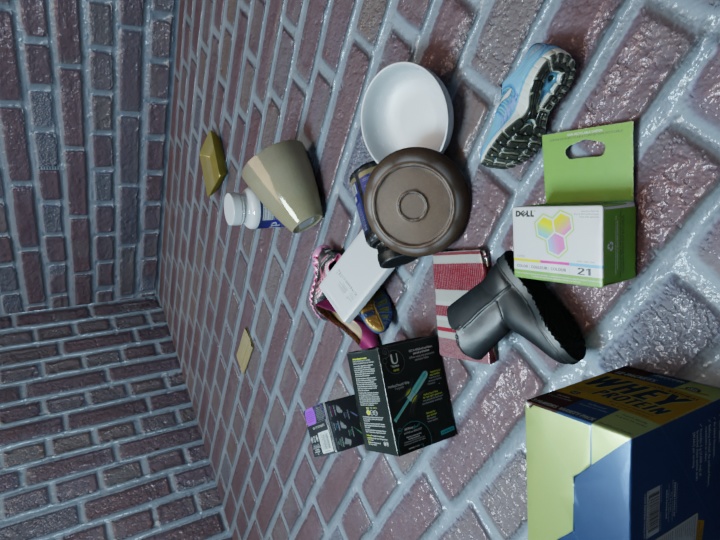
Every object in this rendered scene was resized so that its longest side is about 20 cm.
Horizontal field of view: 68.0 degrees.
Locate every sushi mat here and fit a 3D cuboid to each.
[{"bbox_3d":[-0.457,0.318,2.104,0.096,0.012,0.201,62,143,32],"label":"sushi mat"}]

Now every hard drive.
[{"bbox_3d":[0.000,0.000,1.183,0.200,0.027,0.132,-52,48,14],"label":"hard drive"}]

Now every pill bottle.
[{"bbox_3d":[-0.282,-0.181,1.533,0.119,0.198,0.121,18,111,57],"label":"pill bottle"},{"bbox_3d":[0.053,-0.112,1.077,0.112,0.111,0.202,-35,66,56],"label":"pill bottle"}]

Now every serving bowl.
[{"bbox_3d":[0.095,-0.281,0.996,0.199,0.066,0.202,16,115,37],"label":"serving bowl"}]

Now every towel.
[{"bbox_3d":[0.187,0.064,0.978,0.144,0.023,0.202,0,95,59],"label":"towel"}]

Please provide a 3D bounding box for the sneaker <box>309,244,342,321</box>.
[{"bbox_3d":[-0.076,0.038,1.370,0.095,0.079,0.202,13,108,45],"label":"sneaker"}]

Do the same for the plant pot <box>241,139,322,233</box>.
[{"bbox_3d":[-0.188,-0.207,1.417,0.201,0.186,0.187,61,145,9],"label":"plant pot"}]

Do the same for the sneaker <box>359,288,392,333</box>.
[{"bbox_3d":[0.015,0.074,1.233,0.089,0.075,0.201,98,154,-47],"label":"sneaker"}]

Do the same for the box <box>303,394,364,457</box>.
[{"bbox_3d":[-0.006,0.329,1.178,0.122,0.198,0.107,-39,63,55],"label":"box"}]

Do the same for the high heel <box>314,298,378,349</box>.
[{"bbox_3d":[-0.034,0.141,1.285,0.200,0.095,0.068,49,135,43],"label":"high heel"}]

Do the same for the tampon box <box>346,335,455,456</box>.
[{"bbox_3d":[0.080,0.245,1.067,0.126,0.149,0.202,-21,78,57],"label":"tampon box"}]

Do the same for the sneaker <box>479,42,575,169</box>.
[{"bbox_3d":[0.240,-0.243,0.800,0.090,0.078,0.201,-103,31,-45],"label":"sneaker"}]

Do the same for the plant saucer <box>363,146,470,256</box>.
[{"bbox_3d":[0.097,-0.119,0.962,0.198,0.032,0.202,6,109,16],"label":"plant saucer"}]

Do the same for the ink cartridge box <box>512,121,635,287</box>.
[{"bbox_3d":[0.285,-0.089,0.727,0.147,0.075,0.202,9,106,58],"label":"ink cartridge box"}]

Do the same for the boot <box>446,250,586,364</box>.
[{"bbox_3d":[0.232,0.093,0.832,0.169,0.076,0.201,-55,53,39],"label":"boot"}]

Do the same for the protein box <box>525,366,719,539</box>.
[{"bbox_3d":[0.314,0.242,0.629,0.135,0.198,0.201,8,103,58],"label":"protein box"}]

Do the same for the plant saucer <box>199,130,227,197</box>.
[{"bbox_3d":[-0.583,-0.423,2.129,0.200,0.048,0.202,-32,68,57],"label":"plant saucer"}]
